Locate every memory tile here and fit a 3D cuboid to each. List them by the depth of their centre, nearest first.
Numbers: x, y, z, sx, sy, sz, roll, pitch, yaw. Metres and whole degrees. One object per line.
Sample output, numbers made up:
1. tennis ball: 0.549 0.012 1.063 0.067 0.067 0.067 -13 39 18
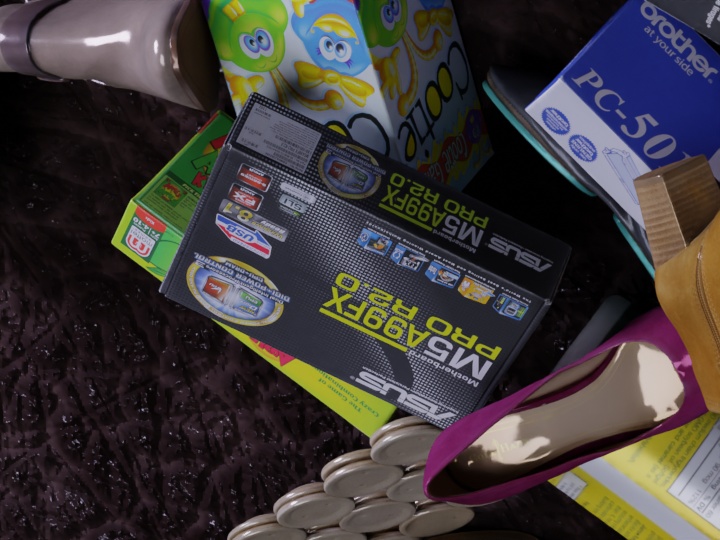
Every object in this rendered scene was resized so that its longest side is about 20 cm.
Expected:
1. memory tile: 0.024 0.137 1.770 0.200 0.153 0.017 -37 57 42

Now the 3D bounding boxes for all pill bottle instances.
1. pill bottle: 0.194 0.115 1.658 0.200 0.114 0.114 37 132 5

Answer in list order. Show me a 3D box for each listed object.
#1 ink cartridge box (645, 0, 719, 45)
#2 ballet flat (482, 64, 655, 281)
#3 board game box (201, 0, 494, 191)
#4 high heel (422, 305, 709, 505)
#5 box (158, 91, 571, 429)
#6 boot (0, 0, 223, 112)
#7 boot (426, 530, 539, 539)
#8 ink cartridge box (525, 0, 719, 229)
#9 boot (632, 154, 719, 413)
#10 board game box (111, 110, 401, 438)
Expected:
1. ink cartridge box: 0.201 -0.169 1.519 0.200 0.037 0.095 30 130 8
2. ballet flat: 0.156 -0.054 1.607 0.200 0.073 0.073 49 132 2
3. board game box: -0.011 -0.130 1.625 0.103 0.105 0.200 -1 120 31
4. high heel: 0.128 0.079 1.549 0.200 0.096 0.068 -29 95 29
5. box: 0.000 0.000 1.610 0.200 0.044 0.160 26 144 -3
6. boot: -0.150 -0.130 1.658 0.146 0.200 0.070 3 95 9
7. boot: 0.119 0.253 1.824 0.199 0.077 0.156 9 120 11
8. ink cartridge box: 0.193 -0.052 1.556 0.200 0.094 0.044 45 146 -2
9. boot: 0.221 0.005 1.436 0.201 0.071 0.144 -13 100 61
10. board game box: -0.039 0.002 1.728 0.200 0.102 0.048 37 139 5
